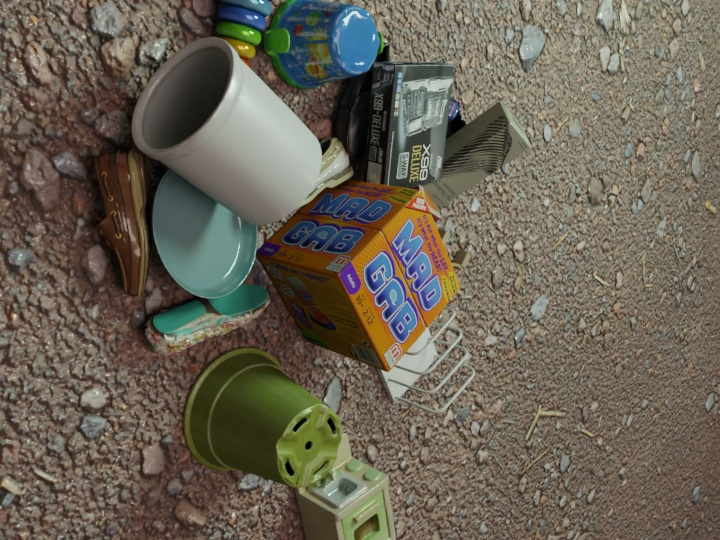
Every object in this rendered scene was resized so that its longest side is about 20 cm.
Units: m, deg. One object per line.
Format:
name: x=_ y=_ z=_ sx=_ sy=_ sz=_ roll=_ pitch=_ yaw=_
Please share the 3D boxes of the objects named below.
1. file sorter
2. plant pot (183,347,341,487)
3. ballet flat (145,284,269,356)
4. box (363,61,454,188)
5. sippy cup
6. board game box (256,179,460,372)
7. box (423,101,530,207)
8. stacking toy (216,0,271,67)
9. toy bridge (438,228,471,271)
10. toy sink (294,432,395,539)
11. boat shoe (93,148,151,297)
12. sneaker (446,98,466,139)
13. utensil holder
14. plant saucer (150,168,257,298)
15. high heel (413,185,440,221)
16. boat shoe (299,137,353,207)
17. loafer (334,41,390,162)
file sorter: x=0.110 y=0.138 z=1.442 sx=0.139 sy=0.124 sz=0.201 roll=-42 pitch=125 yaw=-30
plant pot: x=-0.133 y=0.237 z=1.184 sx=0.199 sy=0.189 sz=0.202 roll=-13 pitch=109 yaw=-41
ballet flat: x=-0.225 y=0.072 z=1.154 sx=0.199 sy=0.076 sz=0.064 roll=-17 pitch=142 yaw=-36
box: x=0.079 y=-0.238 z=1.289 sx=0.157 sy=0.050 sz=0.202 roll=-15 pitch=117 yaw=-46
sippy cup: x=-0.047 y=-0.340 z=1.173 sx=0.178 sy=0.130 sz=0.140 roll=-50 pitch=129 yaw=-23
board game box: x=0.000 y=0.000 z=1.249 sx=0.200 sy=0.199 sz=0.201 roll=-46 pitch=128 yaw=-26
box: x=0.194 y=-0.204 z=1.399 sx=0.199 sy=0.069 sz=0.082 roll=-35 pitch=134 yaw=23
stacking toy: x=-0.173 y=-0.327 z=1.100 sx=0.085 sy=0.085 sz=0.202 roll=8 pitch=101 yaw=-45
toy bridge: x=0.144 y=-0.046 z=1.500 sx=0.200 sy=0.027 sz=0.068 roll=38 pitch=75 yaw=-42
toy sink: x=-0.025 y=0.411 z=1.383 sx=0.130 sy=0.112 sz=0.202 roll=-26 pitch=117 yaw=-38
boat shoe: x=-0.312 y=-0.061 z=1.035 sx=0.067 sy=0.072 sz=0.202 roll=-2 pitch=112 yaw=-10
sneaker: x=0.137 y=-0.296 z=1.398 sx=0.200 sy=0.078 sz=0.076 roll=41 pitch=71 yaw=-42
utensil holder: x=-0.169 y=-0.175 z=1.037 sx=0.200 sy=0.169 sz=0.171 roll=38 pitch=73 yaw=-49
plant saucer: x=-0.222 y=-0.061 z=1.109 sx=0.199 sy=0.027 sz=0.202 roll=9 pitch=79 yaw=-54
high heel: x=0.076 y=-0.095 z=1.312 sx=0.096 sy=0.200 sz=0.068 roll=-32 pitch=101 yaw=7
boat shoe: x=-0.095 y=-0.145 z=1.220 sx=0.200 sy=0.074 sz=0.069 roll=-37 pitch=118 yaw=-41
loafer: x=0.006 y=-0.276 z=1.280 sx=0.068 sy=0.070 sz=0.202 roll=7 pitch=95 yaw=-45
